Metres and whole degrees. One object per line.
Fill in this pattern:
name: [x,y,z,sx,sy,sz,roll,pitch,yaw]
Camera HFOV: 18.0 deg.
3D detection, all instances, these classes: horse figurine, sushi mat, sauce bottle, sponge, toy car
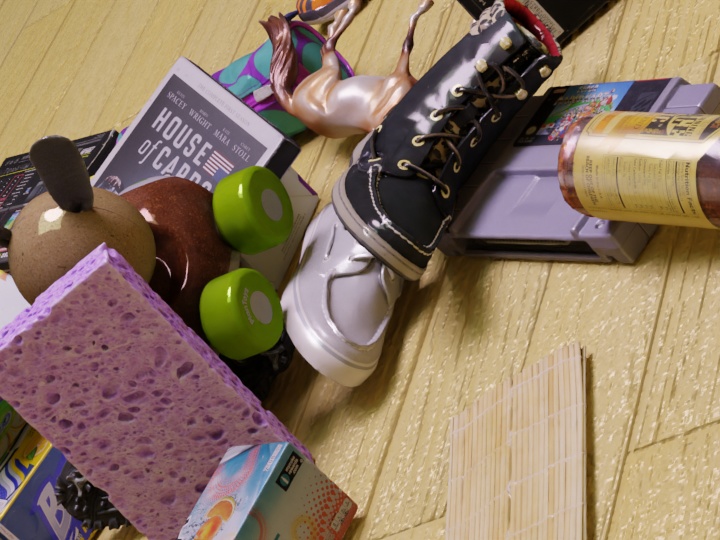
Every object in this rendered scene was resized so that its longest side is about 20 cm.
horse figurine: [0.004,-0.141,1.693,0.199,0.050,0.133,9,68,34]
sushi mat: [0.085,0.122,1.239,0.095,0.012,0.200,-34,26,25]
sauce bottle: [0.201,-0.054,1.256,0.199,0.066,0.066,6,53,43]
sponge: [-0.131,0.088,1.400,0.111,0.200,0.030,-38,23,12]
toy car: [-0.168,-0.021,1.438,0.164,0.200,0.158,-21,48,31]

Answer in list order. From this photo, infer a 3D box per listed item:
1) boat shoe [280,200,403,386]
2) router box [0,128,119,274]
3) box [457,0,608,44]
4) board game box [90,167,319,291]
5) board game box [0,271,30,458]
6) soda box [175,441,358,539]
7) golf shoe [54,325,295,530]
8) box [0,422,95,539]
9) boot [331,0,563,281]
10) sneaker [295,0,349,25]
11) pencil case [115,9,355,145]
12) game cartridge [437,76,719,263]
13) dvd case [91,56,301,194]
boat shoe: [0.000,0.000,1.490,0.069,0.072,0.200,-52,9,27]
router box: [-0.283,-0.037,1.994,0.200,0.062,0.150,-8,42,52]
box: [0.100,-0.263,1.651,0.124,0.149,0.200,-41,25,12]
board game box: [-0.147,-0.024,1.715,0.199,0.103,0.105,-22,32,39]
board game box: [-0.287,0.082,1.633,0.103,0.105,0.200,-56,-11,-28]
soda box: [-0.083,0.198,1.309,0.063,0.068,0.201,-11,42,50]
golf shoe: [-0.121,0.098,1.544,0.200,0.078,0.095,-41,7,5]
box: [-0.195,0.122,1.600,0.064,0.070,0.200,-6,45,55]
boot: [0.058,-0.089,1.449,0.154,0.073,0.204,-47,13,19]
sneaker: [-0.009,-0.309,1.935,0.200,0.112,0.077,-52,25,-15]
pencil case: [-0.103,-0.123,1.821,0.200,0.085,0.092,-30,-2,30]
game cartridge: [0.134,-0.064,1.431,0.200,0.038,0.130,2,56,58]
dvd case: [-0.141,-0.038,1.592,0.200,0.025,0.150,-55,44,4]
